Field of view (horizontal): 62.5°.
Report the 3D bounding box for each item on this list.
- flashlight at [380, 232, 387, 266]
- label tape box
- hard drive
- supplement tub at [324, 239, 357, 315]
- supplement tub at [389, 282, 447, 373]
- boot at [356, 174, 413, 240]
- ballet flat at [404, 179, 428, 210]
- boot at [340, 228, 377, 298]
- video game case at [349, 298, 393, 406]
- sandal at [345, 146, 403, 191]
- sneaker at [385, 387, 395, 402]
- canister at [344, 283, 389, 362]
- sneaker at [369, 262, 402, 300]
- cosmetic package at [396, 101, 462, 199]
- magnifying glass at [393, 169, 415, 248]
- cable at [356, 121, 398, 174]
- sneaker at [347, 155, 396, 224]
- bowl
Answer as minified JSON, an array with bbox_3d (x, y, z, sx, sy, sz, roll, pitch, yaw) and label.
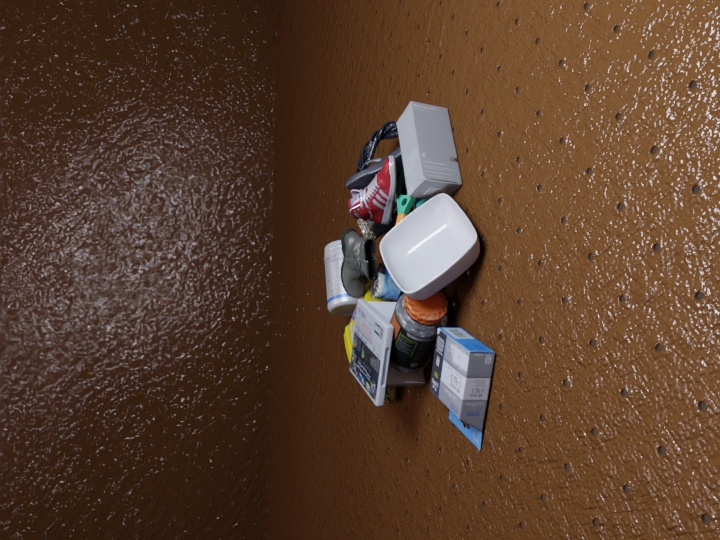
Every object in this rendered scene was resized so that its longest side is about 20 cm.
[{"bbox_3d":[0.071,-0.107,1.601,0.068,0.066,0.205,116,149,-51],"label":"flashlight"},{"bbox_3d":[0.198,0.237,1.201,0.144,0.061,0.208,-145,59,-68],"label":"label tape box"},{"bbox_3d":[0.083,0.176,1.440,0.026,0.127,0.207,130,138,-57],"label":"hard drive"},{"bbox_3d":[-0.045,0.024,1.832,0.132,0.127,0.207,132,137,-61],"label":"supplement tub"},{"bbox_3d":[0.122,0.128,1.322,0.203,0.118,0.125,107,156,-49],"label":"supplement tub"},{"bbox_3d":[0.056,-0.183,1.560,0.149,0.072,0.205,-33,58,28],"label":"boot"},{"bbox_3d":[0.142,-0.196,1.418,0.064,0.065,0.206,66,-164,-59],"label":"ballet flat"},{"bbox_3d":[0.000,0.000,1.547,0.130,0.066,0.206,37,139,55],"label":"boot"},{"bbox_3d":[0.023,0.186,1.386,0.200,0.023,0.189,-143,57,-66],"label":"video game case"},{"bbox_3d":[0.051,-0.246,1.433,0.196,0.075,0.044,-26,58,26],"label":"sandal"},{"bbox_3d":[0.074,0.249,1.545,0.075,0.074,0.207,26,129,60],"label":"sneaker"},{"bbox_3d":[0.023,0.158,1.688,0.151,0.084,0.204,-105,27,-44],"label":"canister"},{"bbox_3d":[0.075,0.042,1.556,0.200,0.087,0.081,-81,11,-75],"label":"sneaker"},{"bbox_3d":[0.151,-0.265,1.326,0.090,0.103,0.207,137,131,-58],"label":"cosmetic package"},{"bbox_3d":[0.101,-0.148,1.363,0.078,0.022,0.207,-4,69,51],"label":"magnifying glass"},{"bbox_3d":[0.058,-0.302,1.521,0.197,0.051,0.167,-33,51,18],"label":"cable"},{"bbox_3d":[0.027,-0.189,1.406,0.203,0.108,0.073,97,177,-50],"label":"sneaker"},{"bbox_3d":[0.150,-0.040,1.249,0.198,0.075,0.202,-36,41,9],"label":"bowl"}]
